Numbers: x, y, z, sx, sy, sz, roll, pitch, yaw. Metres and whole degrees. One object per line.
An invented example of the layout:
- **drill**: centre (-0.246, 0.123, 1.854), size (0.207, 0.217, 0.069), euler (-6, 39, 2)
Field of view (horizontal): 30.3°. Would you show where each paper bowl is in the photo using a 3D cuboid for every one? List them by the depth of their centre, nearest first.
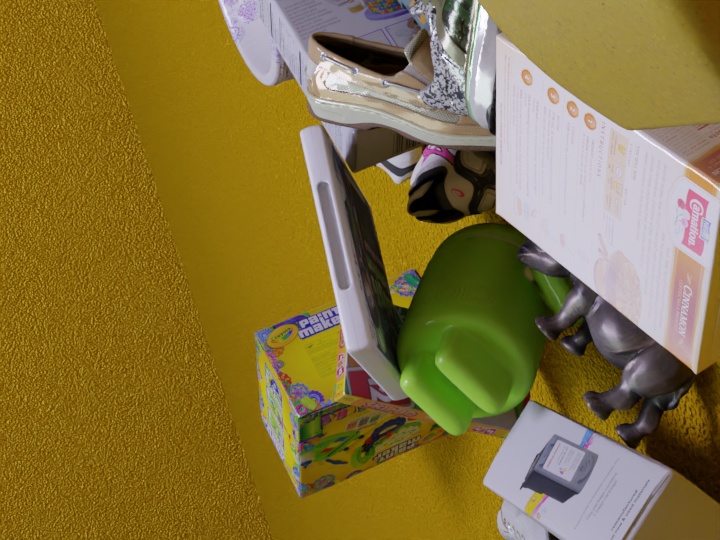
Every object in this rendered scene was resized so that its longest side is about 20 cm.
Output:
- **paper bowl**: centre (-0.083, -0.304, 1.394), size (0.201, 0.104, 0.201), euler (57, 161, 33)

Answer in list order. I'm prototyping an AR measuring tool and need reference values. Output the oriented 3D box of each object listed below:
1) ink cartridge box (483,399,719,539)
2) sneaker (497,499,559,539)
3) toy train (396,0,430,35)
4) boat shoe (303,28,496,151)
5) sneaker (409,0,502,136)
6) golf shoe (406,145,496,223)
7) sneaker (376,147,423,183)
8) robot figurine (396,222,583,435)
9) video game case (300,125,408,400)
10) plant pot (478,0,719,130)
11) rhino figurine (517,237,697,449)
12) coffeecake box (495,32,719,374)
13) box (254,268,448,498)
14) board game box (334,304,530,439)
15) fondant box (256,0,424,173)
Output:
- **ink cartridge box**: centre (0.203, 0.187, 0.996), size (0.147, 0.086, 0.200), euler (35, 174, -21)
- **sneaker**: centre (0.161, 0.232, 1.162), size (0.073, 0.085, 0.200), euler (43, -159, -7)
- **toy train**: centre (0.066, -0.230, 1.051), size (0.201, 0.085, 0.114), euler (57, 174, 28)
- **boat shoe**: centre (0.048, -0.140, 0.986), size (0.072, 0.198, 0.077), euler (-60, -28, -49)
- **sneaker**: centre (0.069, -0.195, 0.912), size (0.088, 0.077, 0.202), euler (8, 103, 31)
- **golf shoe**: centre (0.073, -0.080, 1.188), size (0.073, 0.091, 0.200), euler (68, 166, -4)
- **sneaker**: centre (0.002, -0.150, 1.366), size (0.200, 0.073, 0.081), euler (47, 155, 54)
- **robot figurine**: centre (0.098, 0.040, 1.102), size (0.116, 0.201, 0.175), euler (40, 129, -13)
- **video game case**: centre (0.000, 0.000, 1.088), size (0.200, 0.023, 0.183), euler (55, -159, -71)
- **plant pot**: centre (0.155, -0.179, 0.628), size (0.201, 0.195, 0.194), euler (63, 165, -11)
- **rhino figurine**: centre (0.180, 0.027, 0.999), size (0.060, 0.087, 0.201), euler (22, -148, -53)
- **coffeecake box**: centre (0.176, -0.057, 0.854), size (0.200, 0.073, 0.154), euler (43, 152, 38)
- **box**: centre (-0.004, 0.131, 1.512), size (0.122, 0.199, 0.193), euler (58, 160, 31)
- **board game box**: centre (0.073, 0.090, 1.203), size (0.030, 0.198, 0.096), euler (-37, 43, 54)
- **fondant box**: centre (0.014, -0.195, 1.137), size (0.201, 0.143, 0.058), euler (60, 164, 28)
